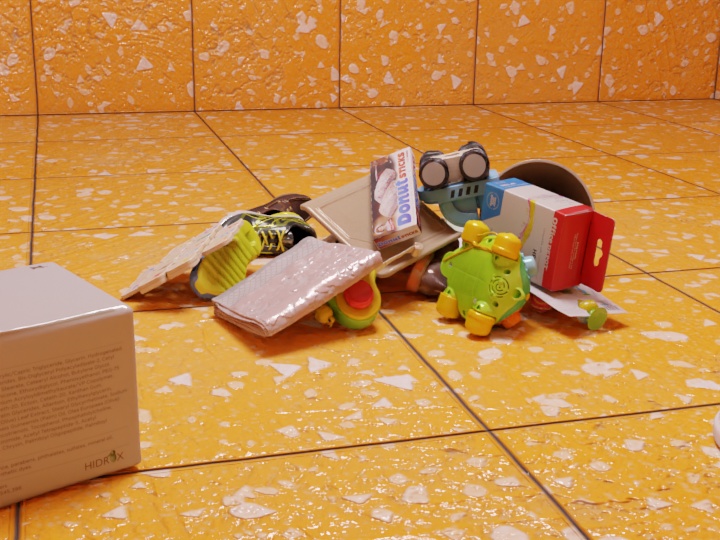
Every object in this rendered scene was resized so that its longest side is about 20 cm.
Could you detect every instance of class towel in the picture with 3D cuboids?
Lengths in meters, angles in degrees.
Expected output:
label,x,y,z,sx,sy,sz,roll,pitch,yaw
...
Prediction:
label,x,y,z,sx,sy,sz,roll,pitch,yaw
towel,-0.093,0.017,1.465,0.199,0.033,0.190,-34,24,-24

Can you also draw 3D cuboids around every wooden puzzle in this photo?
label,x,y,z,sx,sy,sz,roll,pitch,yaw
wooden puzzle,0.032,-0.072,1.632,0.184,0.038,0.199,-27,54,-39

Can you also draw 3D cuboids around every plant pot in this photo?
label,x,y,z,sx,sy,sz,roll,pitch,yaw
plant pot,0.294,-0.087,1.777,0.184,0.190,0.200,3,3,7

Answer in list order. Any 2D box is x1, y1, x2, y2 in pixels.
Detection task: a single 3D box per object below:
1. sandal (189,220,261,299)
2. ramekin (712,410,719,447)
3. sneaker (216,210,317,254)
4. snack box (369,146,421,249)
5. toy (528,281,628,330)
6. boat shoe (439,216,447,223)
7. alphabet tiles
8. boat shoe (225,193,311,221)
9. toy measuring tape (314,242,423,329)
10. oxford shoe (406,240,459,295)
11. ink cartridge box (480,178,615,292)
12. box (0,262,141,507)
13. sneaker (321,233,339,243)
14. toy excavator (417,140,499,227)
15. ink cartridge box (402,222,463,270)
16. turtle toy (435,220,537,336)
label,x,y,z,sx,sy,sz,roll,pitch,yaw
sandal,-0.221,-0.005,1.637,0.086,0.080,0.200,-26,12,22
ramekin,0.479,0.146,1.108,0.199,0.096,0.203,0,17,0
sneaker,-0.160,-0.064,1.807,0.198,0.076,0.084,-12,21,-38
snack box,0.052,-0.113,1.611,0.071,0.024,0.201,-19,38,15
toy,0.281,0.038,1.542,0.114,0.048,0.200,-2,21,-31
boat shoe,0.056,-0.070,1.711,0.199,0.064,0.073,10,20,-33
alphabet tiles,-0.270,-0.021,1.597,0.194,0.015,0.200,-26,13,13
boat shoe,-0.154,-0.091,1.912,0.199,0.071,0.070,-24,22,-38
toy measuring tape,0.023,0.030,1.475,0.199,0.074,0.073,-28,29,-27
oxford shoe,0.133,-0.004,1.666,0.072,0.072,0.200,23,28,11
ink cartridge box,0.264,-0.048,1.525,0.067,0.118,0.199,-11,26,-37
box,-0.349,0.108,1.048,0.198,0.174,0.198,-11,20,-36
sneaker,-0.072,-0.021,1.682,0.086,0.076,0.200,1,14,21
toy excavator,0.192,-0.098,1.653,0.192,0.203,0.100,-10,14,5
ink cartridge box,0.128,-0.049,1.827,0.158,0.051,0.200,-1,15,-6
turtle toy,0.178,0.010,1.502,0.100,0.148,0.200,16,7,-32
